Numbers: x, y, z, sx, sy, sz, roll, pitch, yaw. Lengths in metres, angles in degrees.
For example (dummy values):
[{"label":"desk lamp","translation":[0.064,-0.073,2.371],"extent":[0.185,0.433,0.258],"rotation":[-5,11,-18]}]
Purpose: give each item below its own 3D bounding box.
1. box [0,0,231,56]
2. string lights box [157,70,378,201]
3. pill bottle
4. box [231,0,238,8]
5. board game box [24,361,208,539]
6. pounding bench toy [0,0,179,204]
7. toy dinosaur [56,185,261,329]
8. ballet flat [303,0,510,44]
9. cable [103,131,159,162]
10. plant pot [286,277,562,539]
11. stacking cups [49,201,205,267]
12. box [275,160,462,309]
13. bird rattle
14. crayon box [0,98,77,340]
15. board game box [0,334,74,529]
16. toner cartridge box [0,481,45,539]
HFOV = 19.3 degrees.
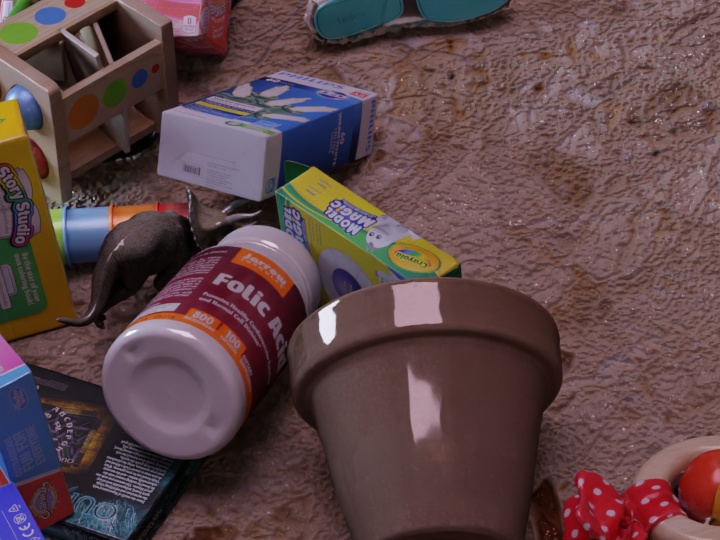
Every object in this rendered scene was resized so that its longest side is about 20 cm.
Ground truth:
[{"label":"box","translation":[-0.228,-0.264,1.994],"extent":[0.200,0.095,0.103],"rotation":[4,86,13]},{"label":"string lights box","translation":[-0.076,-0.117,1.810],"extent":[0.103,0.059,0.200],"rotation":[15,21,24]},{"label":"pill bottle","translation":[-0.107,0.049,1.625],"extent":[0.114,0.114,0.200],"rotation":[8,29,17]},{"label":"box","translation":[-0.169,-0.334,2.129],"extent":[0.160,0.044,0.200],"rotation":[14,47,22]},{"label":"board game box","translation":[-0.228,0.143,1.628],"extent":[0.200,0.028,0.135],"rotation":[15,47,23]},{"label":"pounding bench toy","translation":[-0.283,-0.175,1.844],"extent":[0.200,0.124,0.156],"rotation":[33,52,31]},{"label":"toy dinosaur","translation":[-0.180,-0.014,1.716],"extent":[0.200,0.102,0.077],"rotation":[-18,51,-43]},{"label":"ballet flat","translation":[0.042,-0.263,2.007],"extent":[0.200,0.072,0.072],"rotation":[-9,42,-2]},{"label":"cable","translation":[-0.272,-0.163,1.952],"extent":[0.163,0.051,0.200],"rotation":[-32,47,-24]},{"label":"plant pot","translation":[0.049,0.126,1.507],"extent":[0.200,0.200,0.175],"rotation":[-5,59,3]},{"label":"stacking cups","translation":[-0.230,-0.035,1.798],"extent":[0.200,0.061,0.061],"rotation":[-8,42,0]},{"label":"box","translation":[0.000,0.000,1.685],"extent":[0.048,0.117,0.200],"rotation":[-32,47,-26]},{"label":"bird rattle","translation":[0.244,0.177,1.499],"extent":[0.200,0.113,0.163],"rotation":[3,30,31]},{"label":"crayon box","translation":[-0.333,-0.024,1.698],"extent":[0.172,0.200,0.058],"rotation":[-16,42,-10]},{"label":"board game box","translation":[-0.290,0.081,1.569],"extent":[0.040,0.153,0.200],"rotation":[-29,46,-21]},{"label":"toner cartridge box","translation":[-0.214,0.247,1.463],"extent":[0.043,0.095,0.200],"rotation":[-23,44,-16]}]
